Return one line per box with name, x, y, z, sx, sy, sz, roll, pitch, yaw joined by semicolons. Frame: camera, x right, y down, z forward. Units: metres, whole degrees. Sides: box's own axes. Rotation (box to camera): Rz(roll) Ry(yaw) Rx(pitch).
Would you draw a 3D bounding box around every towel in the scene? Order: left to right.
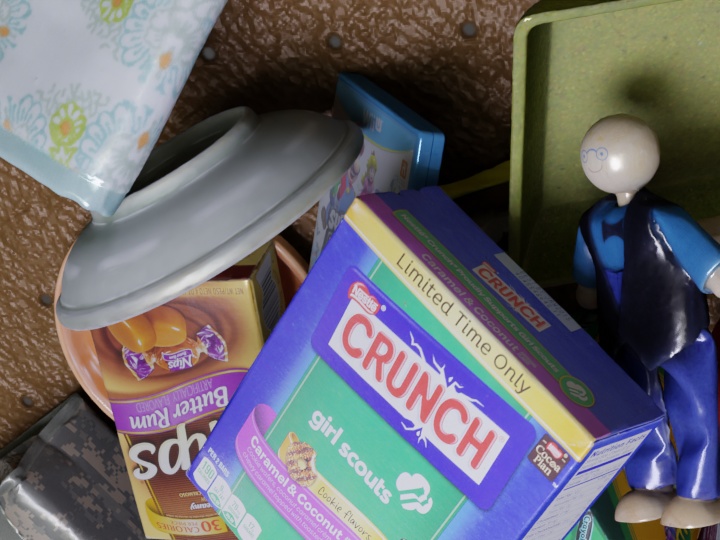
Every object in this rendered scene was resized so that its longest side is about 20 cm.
towel;-0.165;-0.146;0.822;0.199;0.048;0.172;32;100;29

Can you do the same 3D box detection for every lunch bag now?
lunch bag;-0.227;0.211;1.106;0.164;0.118;0.200;46;127;-11

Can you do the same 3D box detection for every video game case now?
video game case;0.000;0.000;0.879;0.018;0.143;0.202;3;108;-20

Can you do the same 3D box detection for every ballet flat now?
ballet flat;0.083;-0.028;0.900;0.199;0.067;0.067;-14;118;23

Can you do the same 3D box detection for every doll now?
doll;0.146;0.022;0.750;0.136;0.048;0.202;-9;90;64

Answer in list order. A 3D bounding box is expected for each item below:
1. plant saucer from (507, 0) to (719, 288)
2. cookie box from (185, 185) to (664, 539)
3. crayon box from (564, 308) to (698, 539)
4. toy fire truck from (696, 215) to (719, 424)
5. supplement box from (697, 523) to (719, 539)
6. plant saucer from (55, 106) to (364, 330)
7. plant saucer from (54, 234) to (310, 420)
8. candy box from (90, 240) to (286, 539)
plant saucer;0.169;-0.085;0.797;0.198;0.048;0.201;-10;139;-4
cookie box;0.025;0.088;0.772;0.171;0.075;0.201;46;121;23
crayon box;0.145;0.117;0.883;0.058;0.200;0.119;-23;110;29
toy fire truck;0.239;0.028;0.838;0.199;0.129;0.176;33;124;-7
supplement box;0.243;0.162;0.831;0.109;0.086;0.201;13;135;9
plant saucer;-0.094;-0.043;0.850;0.199;0.200;0.050;-23;108;27
plant saucer;-0.106;0.037;1.014;0.198;0.038;0.202;8;121;13
candy box;-0.099;0.081;0.983;0.116;0.057;0.201;-1;120;17
